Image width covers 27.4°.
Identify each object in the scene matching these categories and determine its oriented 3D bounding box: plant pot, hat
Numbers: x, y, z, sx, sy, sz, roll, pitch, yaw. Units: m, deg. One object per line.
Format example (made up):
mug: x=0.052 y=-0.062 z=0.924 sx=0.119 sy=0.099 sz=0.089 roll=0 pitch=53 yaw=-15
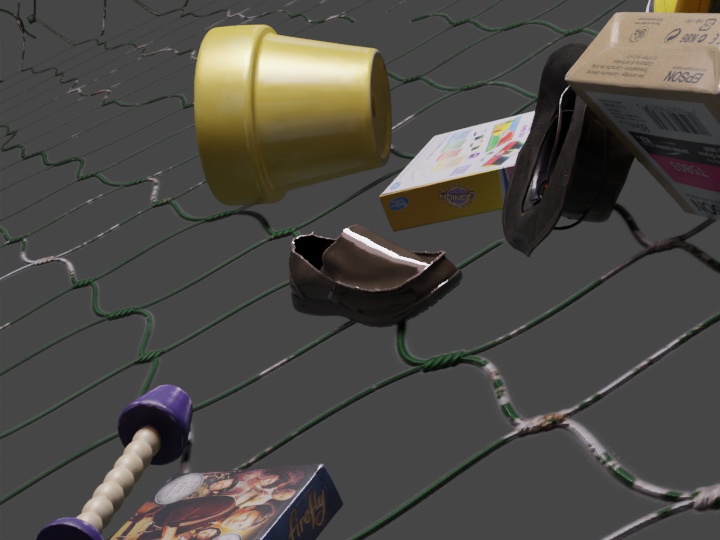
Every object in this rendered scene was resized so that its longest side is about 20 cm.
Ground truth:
plant pot: x=-0.067 y=-0.177 z=1.644 sx=0.187 sy=0.202 sz=0.201 roll=-3 pitch=23 yaw=12
hat: x=0.187 y=-0.094 z=1.232 sx=0.080 sy=0.202 sz=0.201 roll=14 pitch=17 yaw=-8

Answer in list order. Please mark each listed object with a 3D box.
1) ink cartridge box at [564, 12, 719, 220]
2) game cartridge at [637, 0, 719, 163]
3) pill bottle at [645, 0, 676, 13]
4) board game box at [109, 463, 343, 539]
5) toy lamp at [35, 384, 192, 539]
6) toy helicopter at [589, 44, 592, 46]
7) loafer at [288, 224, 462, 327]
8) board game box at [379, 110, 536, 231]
ink cartridge box: x=0.265 y=-0.105 z=1.067 sx=0.075 sy=0.165 sz=0.200 roll=-50 pitch=23 yaw=-8
game cartridge: x=0.281 y=-0.197 z=1.237 sx=0.032 sy=0.201 sz=0.176 roll=17 pitch=19 yaw=14
pill bottle: x=0.367 y=-0.266 z=1.384 sx=0.112 sy=0.112 sz=0.200 roll=-37 pitch=-1 yaw=-36
board game box: x=-0.115 y=0.192 z=0.910 sx=0.135 sy=0.035 sz=0.200 roll=-9 pitch=23 yaw=34
toy lamp: x=-0.171 y=0.146 z=1.067 sx=0.058 sy=0.059 sz=0.200 roll=-15 pitch=19 yaw=21
toy helicopter: x=0.269 y=-0.202 z=1.522 sx=0.132 sy=0.079 sz=0.199 roll=-17 pitch=7 yaw=45
loafer: x=0.000 y=0.000 z=1.244 sx=0.199 sy=0.072 sz=0.073 roll=-2 pitch=28 yaw=47
board game box: x=0.136 y=-0.104 z=1.420 sx=0.199 sy=0.041 sz=0.153 roll=-11 pitch=22 yaw=31
